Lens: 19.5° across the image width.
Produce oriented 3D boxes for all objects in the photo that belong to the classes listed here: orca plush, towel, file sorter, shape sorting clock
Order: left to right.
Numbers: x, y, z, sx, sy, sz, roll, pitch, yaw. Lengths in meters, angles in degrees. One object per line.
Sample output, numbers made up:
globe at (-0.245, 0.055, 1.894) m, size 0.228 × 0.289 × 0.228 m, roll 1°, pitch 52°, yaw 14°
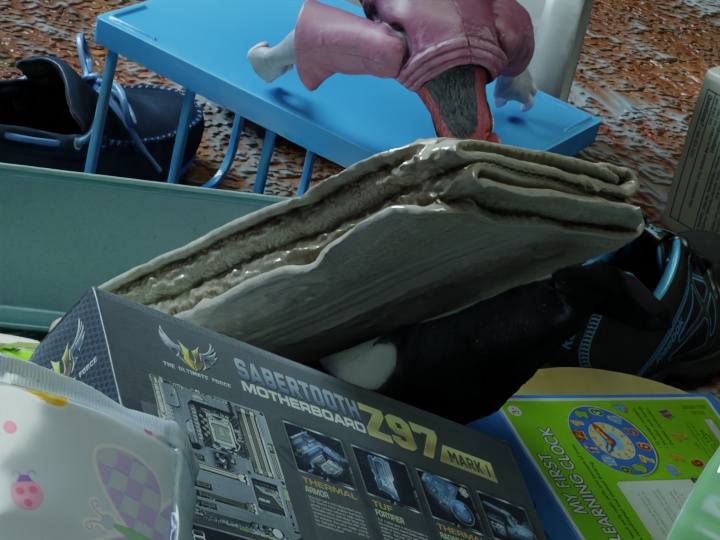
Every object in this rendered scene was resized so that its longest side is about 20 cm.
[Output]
file sorter at (-0.015, -0.042, 0.992) m, size 0.199 × 0.124 × 0.138 m, roll 27°, pitch 30°, yaw 24°
towel at (0.000, 0.000, 0.798) m, size 0.132 × 0.199 × 0.035 m, roll 6°, pitch 67°, yaw -48°
orca plush at (0.037, 0.055, 0.829) m, size 0.199 × 0.072 × 0.105 m, roll -21°, pitch -6°, yaw 31°
shape sorting clock at (0.123, 0.111, 0.863) m, size 0.198 × 0.039 × 0.201 m, roll 17°, pitch 33°, yaw -12°

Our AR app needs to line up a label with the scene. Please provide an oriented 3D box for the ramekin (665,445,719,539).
ramekin at (0.179, 0.121, 0.708) m, size 0.199 × 0.202 × 0.097 m, roll -14°, pitch 32°, yaw -43°

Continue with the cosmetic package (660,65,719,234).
cosmetic package at (0.273, -0.030, 1.136) m, size 0.087 × 0.104 × 0.199 m, roll -16°, pitch 41°, yaw -43°

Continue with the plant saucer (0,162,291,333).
plant saucer at (-0.108, -0.006, 0.887) m, size 0.198 × 0.071 × 0.019 m, roll 6°, pitch 11°, yaw -16°

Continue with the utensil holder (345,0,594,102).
utensil holder at (0.028, -0.153, 1.175) m, size 0.198 × 0.171 × 0.170 m, roll 16°, pitch 27°, yaw 5°

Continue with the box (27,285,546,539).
box at (-0.010, 0.103, 0.695) m, size 0.199 × 0.051 × 0.159 m, roll 23°, pitch 34°, yaw -38°

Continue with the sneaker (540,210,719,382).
sneaker at (0.148, 0.011, 1.019) m, size 0.073 × 0.083 × 0.200 m, roll 23°, pitch 27°, yaw 20°

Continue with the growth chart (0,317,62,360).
growth chart at (-0.131, 0.043, 0.767) m, size 0.144 × 0.018 × 0.199 m, roll 21°, pitch 11°, yaw 31°

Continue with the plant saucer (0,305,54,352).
plant saucer at (-0.166, 0.022, 0.904) m, size 0.198 × 0.028 × 0.201 m, roll 11°, pitch 27°, yaw -6°

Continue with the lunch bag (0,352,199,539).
lunch bag at (-0.147, 0.116, 0.562) m, size 0.198 × 0.128 × 0.171 m, roll 1°, pitch 55°, yaw 2°

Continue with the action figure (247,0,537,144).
action figure at (0.029, -0.132, 0.889) m, size 0.133 × 0.149 × 0.202 m, roll -12°, pitch 68°, yaw -27°

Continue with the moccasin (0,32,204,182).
moccasin at (-0.151, -0.071, 1.039) m, size 0.080 × 0.069 × 0.199 m, roll 32°, pitch 32°, yaw 31°
